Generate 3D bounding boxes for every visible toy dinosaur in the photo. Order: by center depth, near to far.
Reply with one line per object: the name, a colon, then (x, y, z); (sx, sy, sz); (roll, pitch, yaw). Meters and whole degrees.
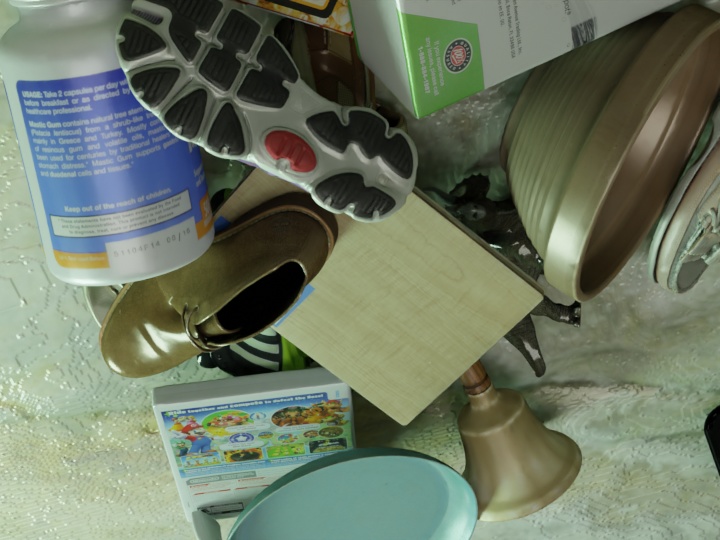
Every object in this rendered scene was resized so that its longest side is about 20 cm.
toy dinosaur: (0.107, -0.005, 1.174); (0.101, 0.078, 0.201); (4, 143, 15)

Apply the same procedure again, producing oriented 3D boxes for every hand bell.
hand bell: (0.084, 0.078, 1.233); (0.103, 0.104, 0.201); (-21, 114, 10)

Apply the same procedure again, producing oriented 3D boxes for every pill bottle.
pill bottle: (-0.160, -0.102, 1.013); (0.111, 0.112, 0.202); (-8, 111, 0)

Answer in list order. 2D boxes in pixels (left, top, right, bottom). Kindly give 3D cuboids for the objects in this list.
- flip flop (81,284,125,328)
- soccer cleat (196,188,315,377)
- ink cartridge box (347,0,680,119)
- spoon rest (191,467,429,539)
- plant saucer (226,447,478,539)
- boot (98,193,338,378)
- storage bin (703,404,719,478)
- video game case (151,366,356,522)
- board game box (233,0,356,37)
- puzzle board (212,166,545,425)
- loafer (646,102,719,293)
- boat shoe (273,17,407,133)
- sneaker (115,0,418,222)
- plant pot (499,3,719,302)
flip flop: (-0.153, -0.016, 1.133); (0.080, 0.058, 0.201); (1, 127, -8)
soccer cleat: (-0.087, 0.029, 1.172); (0.080, 0.068, 0.201); (-12, 131, 5)
ink cartridge box: (0.091, -0.201, 0.957); (0.199, 0.084, 0.146); (-25, 133, -15)
spoon rest: (-0.035, 0.193, 1.271); (0.198, 0.061, 0.099); (-19, 146, 19)
plant saucer: (-0.010, 0.194, 1.230); (0.198, 0.028, 0.201); (-12, 137, -11)
boot: (-0.104, 0.024, 1.066); (0.199, 0.076, 0.074); (-32, 114, 29)
storage bin: (0.382, 0.150, 1.272); (0.198, 0.136, 0.094); (-23, 127, 12)
video game case: (-0.074, 0.135, 1.247); (0.142, 0.018, 0.201); (-6, 147, -2)
board game box: (-0.064, -0.232, 0.936); (0.198, 0.046, 0.152); (13, 114, -31)
puzzle board: (0.000, 0.000, 1.083); (0.199, 0.017, 0.151); (37, 122, -13)
loafer: (0.259, -0.058, 1.127); (0.072, 0.063, 0.201); (-20, 139, -45)
boat shoe: (-0.002, -0.081, 1.090); (0.073, 0.076, 0.201); (-14, 129, 1)
sneaker: (-0.062, -0.090, 0.976); (0.199, 0.083, 0.081); (35, 82, -19)
plant pot: (0.152, -0.089, 1.058); (0.092, 0.201, 0.202); (29, 128, 17)
